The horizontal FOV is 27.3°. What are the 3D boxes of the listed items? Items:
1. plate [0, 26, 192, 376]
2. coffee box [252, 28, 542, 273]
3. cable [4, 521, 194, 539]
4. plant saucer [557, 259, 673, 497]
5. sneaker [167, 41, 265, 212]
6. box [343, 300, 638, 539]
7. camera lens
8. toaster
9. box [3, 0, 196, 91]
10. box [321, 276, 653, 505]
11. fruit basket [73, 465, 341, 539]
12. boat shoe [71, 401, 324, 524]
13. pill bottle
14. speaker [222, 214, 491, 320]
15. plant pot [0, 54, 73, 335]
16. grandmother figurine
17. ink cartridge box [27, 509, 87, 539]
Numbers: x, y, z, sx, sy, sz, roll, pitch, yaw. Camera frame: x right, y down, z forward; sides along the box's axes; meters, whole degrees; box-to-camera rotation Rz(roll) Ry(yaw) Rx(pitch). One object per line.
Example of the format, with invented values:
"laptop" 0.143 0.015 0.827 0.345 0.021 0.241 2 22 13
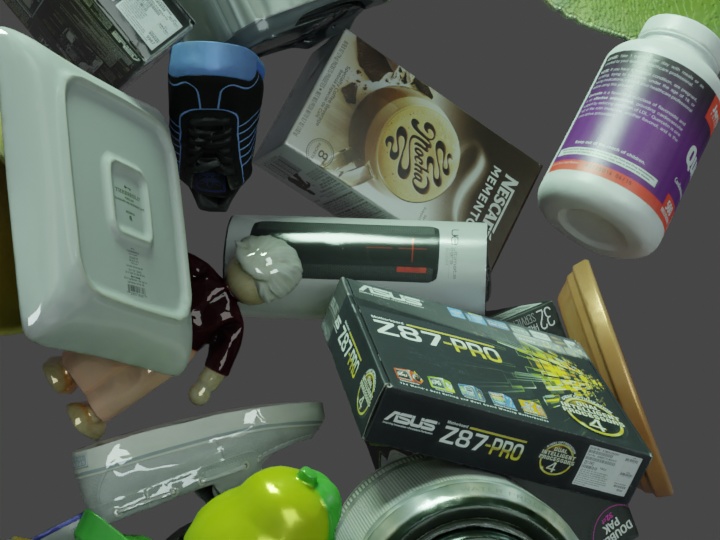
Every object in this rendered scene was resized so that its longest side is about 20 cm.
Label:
"plate" -0.161 -0.041 0.961 0.032 0.199 0.201 -13 75 18
"coffee box" 0.031 -0.086 1.192 0.200 0.080 0.113 32 71 -16
"cable" -0.174 0.228 1.044 0.199 0.050 0.097 -3 82 -26
"plant saucer" 0.202 0.091 1.199 0.037 0.200 0.201 -21 92 9
"sneaker" -0.104 -0.101 1.074 0.070 0.200 0.078 2 77 -1
"box" 0.100 0.145 1.169 0.148 0.124 0.201 -21 93 -23
"camera lens" 0.060 0.208 0.985 0.159 0.200 0.161 0 91 -7
"toaster" -0.080 -0.230 1.136 0.200 0.114 0.129 -27 90 -38
"box" -0.219 -0.219 1.060 0.050 0.158 0.200 -43 100 -22
"box" 0.083 0.081 1.020 0.199 0.161 0.049 16 109 -18
"fruit basket" -0.093 0.213 0.959 0.215 0.156 0.216 2 75 -7
"boat shoe" -0.113 0.142 1.099 0.200 0.072 0.069 -11 88 -35
"pill bottle" 0.239 -0.117 1.268 0.112 0.112 0.200 34 72 -16
"speaker" 0.000 0.000 1.125 0.199 0.081 0.082 3 81 5
"plant pot" -0.252 -0.077 1.026 0.200 0.200 0.142 46 46 -12
"grandmother figurine" -0.132 0.036 1.075 0.200 0.061 0.121 -31 95 6
"ink cartridge box" -0.195 0.281 1.073 0.095 0.037 0.201 -25 96 -25
